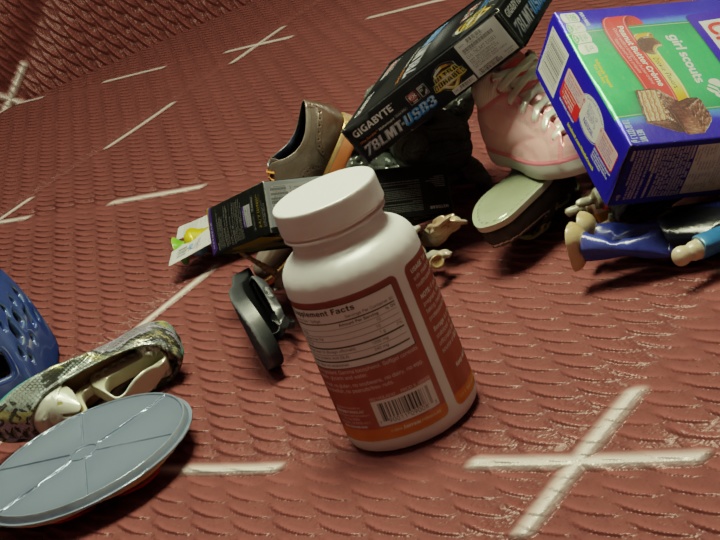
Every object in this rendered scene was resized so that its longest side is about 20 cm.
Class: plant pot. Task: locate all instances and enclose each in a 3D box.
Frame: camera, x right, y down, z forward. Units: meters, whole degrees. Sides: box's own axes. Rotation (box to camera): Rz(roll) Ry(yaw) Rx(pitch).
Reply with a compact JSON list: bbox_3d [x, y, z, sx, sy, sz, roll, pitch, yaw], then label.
[{"bbox_3d":[-0.437,0.071,1.780,0.199,0.181,0.200,-22,18,-1],"label":"plant pot"}]

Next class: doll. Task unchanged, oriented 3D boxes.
[{"bbox_3d":[0.273,-0.033,1.430,0.199,0.049,0.136,-8,13,23],"label":"doll"}]

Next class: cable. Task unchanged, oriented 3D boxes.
[{"bbox_3d":[0.279,-0.088,1.545,0.199,0.051,0.097,-28,-14,-4],"label":"cable"}]

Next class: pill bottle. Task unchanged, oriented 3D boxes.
[{"bbox_3d":[0.007,0.028,1.332,0.111,0.201,0.112,-20,18,7],"label":"pill bottle"}]

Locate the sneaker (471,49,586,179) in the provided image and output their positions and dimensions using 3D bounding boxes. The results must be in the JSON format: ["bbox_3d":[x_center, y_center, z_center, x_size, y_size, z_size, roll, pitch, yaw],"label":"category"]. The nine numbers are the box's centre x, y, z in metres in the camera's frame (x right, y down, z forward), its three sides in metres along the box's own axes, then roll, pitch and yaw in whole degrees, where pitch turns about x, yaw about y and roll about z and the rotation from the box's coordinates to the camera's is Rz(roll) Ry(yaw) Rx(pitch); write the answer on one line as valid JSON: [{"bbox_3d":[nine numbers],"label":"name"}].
[{"bbox_3d":[0.165,-0.148,1.600,0.075,0.105,0.200,-26,19,-20],"label":"sneaker"}]

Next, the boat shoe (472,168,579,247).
[{"bbox_3d":[0.163,-0.066,1.634,0.071,0.061,0.201,-12,20,30],"label":"boat shoe"}]

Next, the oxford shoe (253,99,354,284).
[{"bbox_3d":[-0.075,-0.083,1.814,0.201,0.073,0.071,-65,22,0],"label":"oxford shoe"}]

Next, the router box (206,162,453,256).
[{"bbox_3d":[-0.032,-0.059,1.703,0.199,0.053,0.157,-7,-5,-25],"label":"router box"}]

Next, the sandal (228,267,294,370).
[{"bbox_3d":[-0.091,0.034,1.632,0.043,0.076,0.200,-26,18,1],"label":"sandal"}]

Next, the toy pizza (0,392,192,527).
[{"bbox_3d":[-0.234,0.169,1.497,0.199,0.032,0.200,-20,19,8],"label":"toy pizza"}]

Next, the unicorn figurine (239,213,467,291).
[{"bbox_3d":[0.000,0.000,1.651,0.198,0.074,0.137,-13,6,-15],"label":"unicorn figurine"}]

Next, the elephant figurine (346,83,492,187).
[{"bbox_3d":[0.078,-0.130,1.823,0.156,0.142,0.200,-53,25,-20],"label":"elephant figurine"}]

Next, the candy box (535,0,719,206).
[{"bbox_3d":[0.275,-0.148,1.483,0.198,0.077,0.170,-7,51,-21],"label":"candy box"}]

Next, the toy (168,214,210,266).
[{"bbox_3d":[-0.120,-0.057,1.975,0.199,0.047,0.115,-23,21,10],"label":"toy"}]

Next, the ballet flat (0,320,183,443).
[{"bbox_3d":[-0.254,0.114,1.631,0.199,0.072,0.072,-29,19,-14],"label":"ballet flat"}]

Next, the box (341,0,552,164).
[{"bbox_3d":[0.088,-0.207,1.676,0.198,0.050,0.200,-33,12,27],"label":"box"}]
